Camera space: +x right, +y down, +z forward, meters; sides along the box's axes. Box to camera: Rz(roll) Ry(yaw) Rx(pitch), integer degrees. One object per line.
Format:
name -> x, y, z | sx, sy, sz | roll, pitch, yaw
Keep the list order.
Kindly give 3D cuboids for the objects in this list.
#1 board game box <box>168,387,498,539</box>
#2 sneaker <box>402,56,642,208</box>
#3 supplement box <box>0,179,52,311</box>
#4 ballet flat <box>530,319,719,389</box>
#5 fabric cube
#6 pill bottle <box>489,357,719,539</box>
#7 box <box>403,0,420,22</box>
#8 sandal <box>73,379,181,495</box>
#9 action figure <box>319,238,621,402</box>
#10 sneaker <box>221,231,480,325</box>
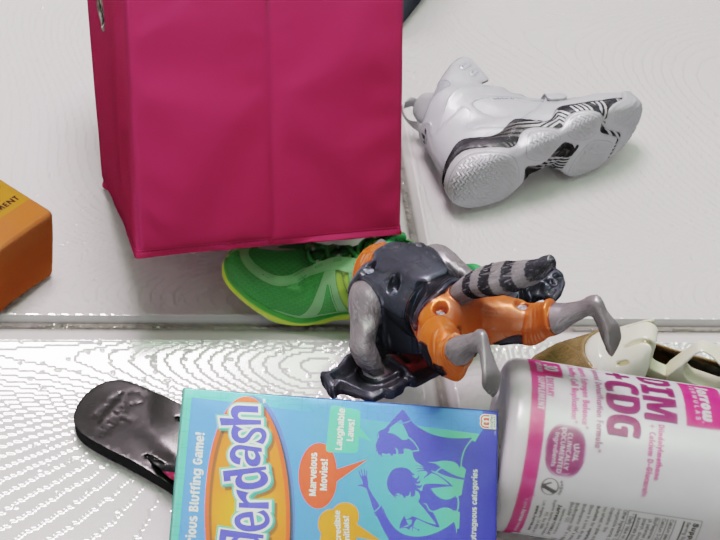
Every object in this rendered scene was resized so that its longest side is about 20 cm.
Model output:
board game box -> -0.017, 0.156, 0.886 | 0.199, 0.045, 0.153 | 4, 71, -5
sneaker -> 0.133, -0.131, 1.205 | 0.199, 0.075, 0.115 | -21, 56, -23
supplement box -> -0.319, -0.051, 1.054 | 0.200, 0.069, 0.067 | 29, 46, 20
ballet flat -> 0.222, 0.074, 1.027 | 0.199, 0.072, 0.068 | 16, 45, 6
fabric cube -> -0.088, -0.139, 1.043 | 0.199, 0.200, 0.196 | -6, 21, -16
pill bottle -> 0.185, 0.126, 0.942 | 0.199, 0.114, 0.114 | 9, 46, -2
box -> 0.044, -0.335, 1.298 | 0.051, 0.200, 0.158 | 20, 46, 17
sandal -> -0.099, 0.120, 0.943 | 0.199, 0.045, 0.075 | 23, 47, 12
action figure -> 0.073, 0.013, 0.930 | 0.200, 0.105, 0.193 | -29, 29, -32
sneaker -> 0.000, 0.000, 1.050 | 0.199, 0.084, 0.074 | 9, 46, 0
